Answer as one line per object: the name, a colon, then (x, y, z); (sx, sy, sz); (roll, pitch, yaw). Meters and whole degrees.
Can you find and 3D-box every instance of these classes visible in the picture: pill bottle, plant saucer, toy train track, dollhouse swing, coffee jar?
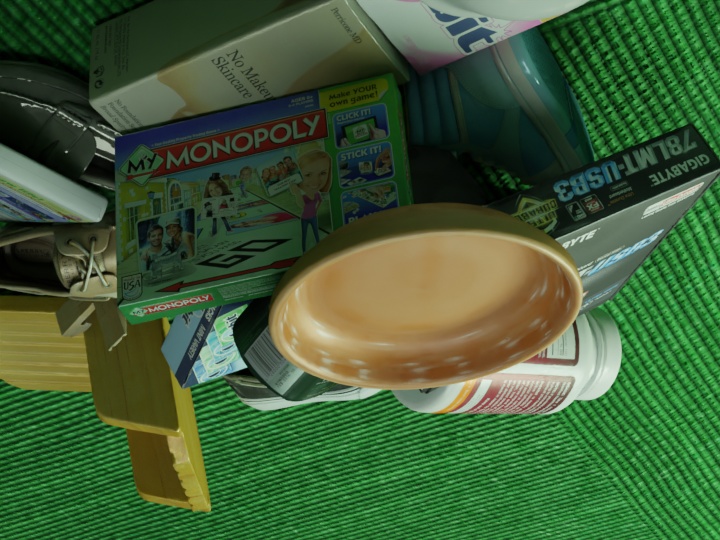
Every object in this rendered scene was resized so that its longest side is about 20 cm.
pill bottle: (0.125, 0.068, 1.354); (0.199, 0.114, 0.113); (5, 147, -36)
plant saucer: (0.040, 0.015, 0.991); (0.198, 0.038, 0.201); (-4, 149, -3)
toy train track: (-0.171, -0.012, 1.239); (0.032, 0.115, 0.200); (13, 135, -45)
dollhouse swing: (-0.237, 0.120, 1.359); (0.174, 0.183, 0.200); (-11, 154, -4)
coffee jar: (0.000, 0.000, 1.118); (0.200, 0.085, 0.104); (-48, 166, 31)

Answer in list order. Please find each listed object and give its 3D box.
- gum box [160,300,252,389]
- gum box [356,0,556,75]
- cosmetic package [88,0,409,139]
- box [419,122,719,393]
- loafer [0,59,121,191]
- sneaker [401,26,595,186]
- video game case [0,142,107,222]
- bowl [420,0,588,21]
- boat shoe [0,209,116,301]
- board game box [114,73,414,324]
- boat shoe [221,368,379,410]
gum box: (-0.046, 0.007, 1.251); (0.199, 0.045, 0.170); (-19, 156, -32)
gum box: (0.037, -0.221, 0.980); (0.113, 0.067, 0.200); (-20, 142, 24)
cosmetic package: (-0.076, -0.147, 1.072); (0.199, 0.072, 0.105); (-20, 143, 22)
box: (0.139, -0.008, 1.133); (0.199, 0.050, 0.199); (-23, 161, -30)
loafer: (-0.208, -0.097, 1.133); (0.198, 0.070, 0.070); (14, 142, -24)
sneaker: (0.095, -0.098, 1.158); (0.130, 0.080, 0.200); (-19, 133, 18)
video game case: (-0.306, -0.082, 1.120); (0.199, 0.022, 0.181); (29, 162, -38)
bowl: (0.112, -0.221, 0.886); (0.200, 0.090, 0.203); (-21, 132, -25)
boat shoe: (-0.202, -0.006, 1.177); (0.198, 0.064, 0.072); (-2, 109, 29)
board game box: (-0.065, -0.048, 1.035); (0.198, 0.136, 0.029); (-12, 150, 10)
boat shoe: (-0.041, 0.080, 1.405); (0.199, 0.073, 0.071); (-20, 147, 26)
